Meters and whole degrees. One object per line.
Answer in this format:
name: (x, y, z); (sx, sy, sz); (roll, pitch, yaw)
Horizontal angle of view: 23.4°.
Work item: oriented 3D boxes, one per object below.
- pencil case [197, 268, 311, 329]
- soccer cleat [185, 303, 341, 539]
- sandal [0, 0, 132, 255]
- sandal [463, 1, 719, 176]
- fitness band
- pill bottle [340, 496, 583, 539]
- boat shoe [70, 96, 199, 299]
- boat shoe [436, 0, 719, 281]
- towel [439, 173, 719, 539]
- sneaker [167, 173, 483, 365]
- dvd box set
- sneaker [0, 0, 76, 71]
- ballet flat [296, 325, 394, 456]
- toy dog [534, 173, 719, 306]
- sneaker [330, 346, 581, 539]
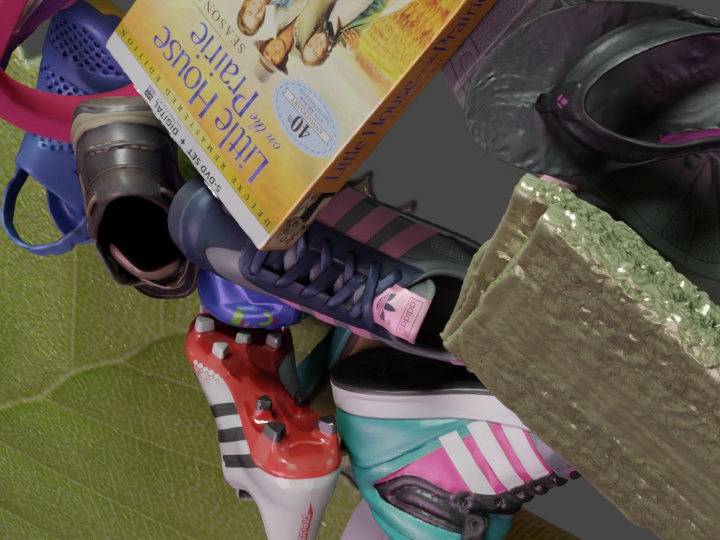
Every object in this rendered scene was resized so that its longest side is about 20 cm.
pencil case: (-0.049, -0.051, 0.968); (0.201, 0.078, 0.087); (98, 154, -46)
soccer cleat: (-0.060, 0.085, 1.008); (0.200, 0.068, 0.086); (-128, 41, -57)
sandal: (-0.174, -0.079, 1.060); (0.079, 0.087, 0.201); (33, 137, 21)
sandal: (0.139, -0.079, 0.736); (0.199, 0.048, 0.076); (-1, 95, 16)
fitness band: (-0.133, -0.137, 0.930); (0.200, 0.143, 0.038); (-50, 44, 43)
pill bottle: (0.087, 0.199, 1.030); (0.199, 0.111, 0.112); (26, 137, 25)
boat shoe: (-0.131, -0.024, 1.015); (0.074, 0.074, 0.200); (-5, 153, 4)
boat shoe: (0.116, -0.074, 0.807); (0.202, 0.065, 0.075); (37, 113, 11)
towel: (0.127, 0.054, 0.757); (0.200, 0.036, 0.149); (41, 150, 9)
sneaker: (0.000, 0.000, 0.895); (0.199, 0.082, 0.071); (14, 109, -19)
dvd box set: (-0.025, -0.130, 0.829); (0.200, 0.029, 0.147); (-48, 68, 27)
sneaker: (-0.173, -0.170, 0.960); (0.088, 0.081, 0.201); (30, 117, -1)
ballet flat: (0.002, 0.053, 1.040); (0.063, 0.069, 0.200); (20, 145, -10)
toy dog: (0.144, 0.029, 0.834); (0.200, 0.132, 0.097); (39, 120, 25)
sneaker: (0.082, 0.113, 0.947); (0.199, 0.084, 0.121); (4, 115, 19)
